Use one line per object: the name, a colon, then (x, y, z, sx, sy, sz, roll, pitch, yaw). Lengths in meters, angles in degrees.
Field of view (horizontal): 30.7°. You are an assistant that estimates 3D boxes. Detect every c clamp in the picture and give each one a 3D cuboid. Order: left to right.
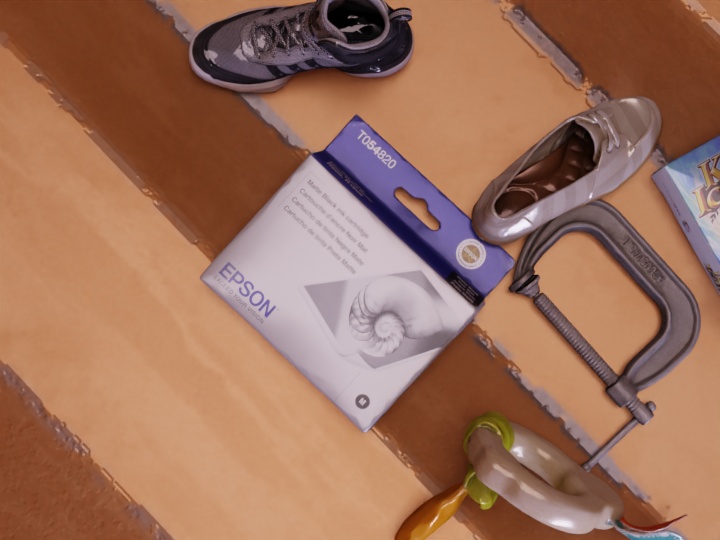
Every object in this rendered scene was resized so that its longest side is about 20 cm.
c clamp: (0.204, 0.043, 1.135, 0.170, 0.027, 0.201, -36, 86, -5)

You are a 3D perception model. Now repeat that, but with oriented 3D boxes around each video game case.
video game case: (0.386, -0.055, 1.143, 0.199, 0.045, 0.182, -29, 84, -5)

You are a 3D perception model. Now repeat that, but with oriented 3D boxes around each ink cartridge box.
ink cartridge box: (0.000, 0.000, 1.121, 0.199, 0.041, 0.200, 42, 88, 3)

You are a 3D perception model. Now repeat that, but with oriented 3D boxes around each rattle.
rattle: (0.153, 0.218, 1.086, 0.199, 0.130, 0.144, 30, 89, -17)

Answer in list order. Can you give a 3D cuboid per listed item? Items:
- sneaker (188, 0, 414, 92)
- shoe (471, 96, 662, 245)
sneaker: (-0.051, -0.204, 1.112, 0.198, 0.114, 0.076, -5, 83, -2)
shoe: (0.183, -0.090, 1.126, 0.199, 0.053, 0.070, -35, 74, -11)
